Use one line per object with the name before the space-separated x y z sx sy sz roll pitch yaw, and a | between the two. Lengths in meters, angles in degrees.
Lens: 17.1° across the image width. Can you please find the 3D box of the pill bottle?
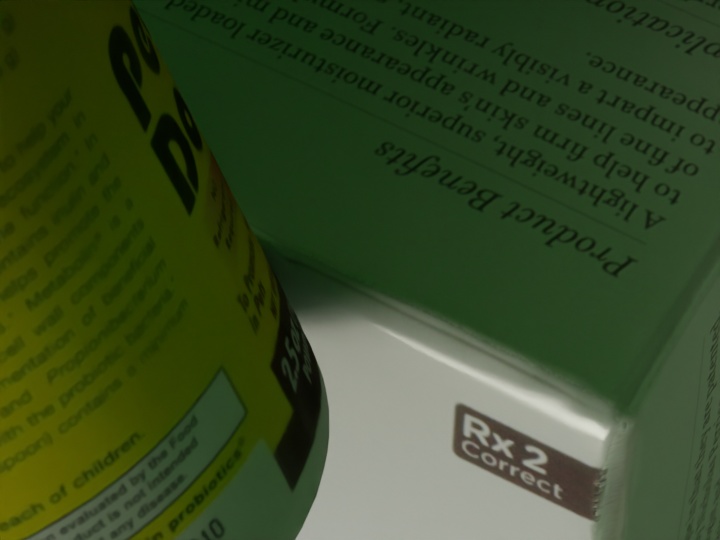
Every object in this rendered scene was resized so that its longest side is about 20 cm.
pill bottle | -0.088 -0.024 0.399 0.109 0.109 0.200 15 143 42

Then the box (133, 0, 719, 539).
box | -0.001 0.009 0.578 0.198 0.131 0.200 26 145 20
